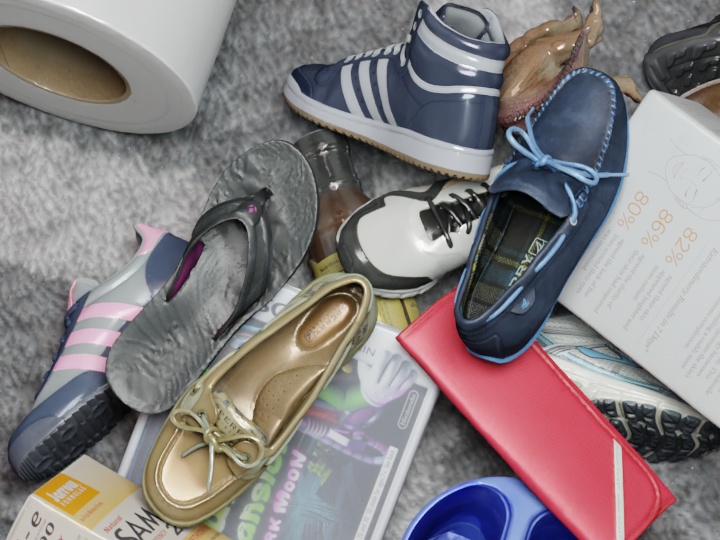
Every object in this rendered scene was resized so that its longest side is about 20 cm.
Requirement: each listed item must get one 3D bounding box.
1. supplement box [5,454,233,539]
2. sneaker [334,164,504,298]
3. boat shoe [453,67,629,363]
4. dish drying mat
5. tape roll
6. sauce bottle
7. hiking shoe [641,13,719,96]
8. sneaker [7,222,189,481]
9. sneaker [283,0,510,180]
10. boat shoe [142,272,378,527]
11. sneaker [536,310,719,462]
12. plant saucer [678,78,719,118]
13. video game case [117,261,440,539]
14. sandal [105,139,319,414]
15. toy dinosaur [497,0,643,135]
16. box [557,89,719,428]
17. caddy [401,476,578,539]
[{"bbox_3d":[-0.123,0.206,1.505,0.199,0.126,0.074,29,101,4],"label":"supplement box"},{"bbox_3d":[0.072,-0.039,1.596,0.199,0.080,0.074,-18,77,-32],"label":"sneaker"},{"bbox_3d":[0.119,-0.039,1.504,0.084,0.069,0.201,12,77,26],"label":"boat shoe"},{"bbox_3d":[0.115,0.095,1.532,0.077,0.018,0.200,-39,85,-27],"label":"dish drying mat"},{"bbox_3d":[-0.184,-0.199,1.614,0.201,0.203,0.140,17,71,4],"label":"tape roll"},{"bbox_3d":[0.000,0.000,1.625,0.064,0.065,0.201,-14,71,-6],"label":"sauce bottle"},{"bbox_3d":[0.299,-0.167,1.693,0.199,0.076,0.101,-9,34,11],"label":"hiking shoe"},{"bbox_3d":[-0.180,0.053,1.604,0.082,0.070,0.200,37,68,17],"label":"sneaker"},{"bbox_3d":[0.027,-0.139,1.613,0.200,0.070,0.109,26,109,46],"label":"sneaker"},{"bbox_3d":[-0.066,0.077,1.508,0.073,0.063,0.200,39,83,2],"label":"boat shoe"},{"bbox_3d":[0.161,0.065,1.602,0.199,0.078,0.087,16,62,0],"label":"sneaker"},{"bbox_3d":[0.270,-0.033,1.621,0.199,0.032,0.202,0,90,24],"label":"plant saucer"},{"bbox_3d":[-0.057,0.113,1.566,0.181,0.023,0.201,22,95,7],"label":"video game case"},{"bbox_3d":[-0.092,0.007,1.532,0.075,0.048,0.201,33,91,4],"label":"sandal"},{"bbox_3d":[0.107,-0.120,1.622,0.135,0.200,0.086,-22,97,-11],"label":"toy dinosaur"},{"bbox_3d":[0.240,0.001,1.559,0.200,0.106,0.153,39,104,20],"label":"box"},{"bbox_3d":[0.081,0.234,1.524,0.140,0.105,0.201,16,72,5],"label":"caddy"}]
